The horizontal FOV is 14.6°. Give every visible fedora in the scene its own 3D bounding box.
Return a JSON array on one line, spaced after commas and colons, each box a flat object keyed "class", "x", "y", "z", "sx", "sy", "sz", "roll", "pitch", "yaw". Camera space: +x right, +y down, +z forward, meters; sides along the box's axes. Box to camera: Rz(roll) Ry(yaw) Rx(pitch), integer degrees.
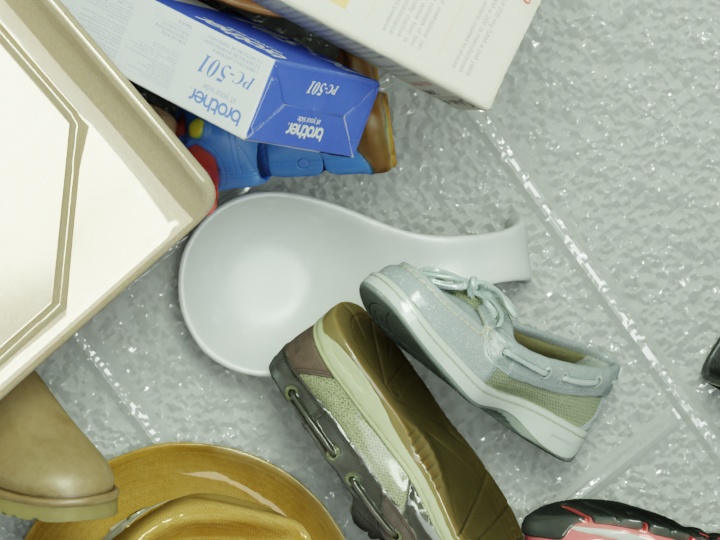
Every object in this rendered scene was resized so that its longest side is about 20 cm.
[{"class": "fedora", "x": -0.084, "y": 0.173, "z": 1.467, "sx": 0.199, "sy": 0.082, "sz": 0.202, "roll": 6, "pitch": 69, "yaw": -17}]

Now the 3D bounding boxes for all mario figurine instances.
[{"class": "mario figurine", "x": -0.085, "y": -0.077, "z": 1.464, "sx": 0.199, "sy": 0.123, "sz": 0.107, "roll": -14, "pitch": 91, "yaw": -4}]

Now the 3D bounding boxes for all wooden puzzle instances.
[{"class": "wooden puzzle", "x": -0.199, "y": -0.039, "z": 1.355, "sx": 0.200, "sy": 0.037, "sz": 0.185, "roll": -42, "pitch": 94, "yaw": -8}]

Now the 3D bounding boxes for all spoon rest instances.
[{"class": "spoon rest", "x": 0.000, "y": 0.000, "z": 1.517, "sx": 0.199, "sy": 0.061, "sz": 0.100, "roll": -9, "pitch": 94, "yaw": -12}]

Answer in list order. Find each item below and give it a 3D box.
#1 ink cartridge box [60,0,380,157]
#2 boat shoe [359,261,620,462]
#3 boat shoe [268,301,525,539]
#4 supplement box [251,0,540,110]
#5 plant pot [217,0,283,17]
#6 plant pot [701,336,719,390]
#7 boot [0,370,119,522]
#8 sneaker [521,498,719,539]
[{"class": "ink cartridge box", "x": -0.096, "y": -0.116, "z": 1.406, "sx": 0.200, "sy": 0.094, "sz": 0.044, "roll": 29, "pitch": 102, "yaw": 32}, {"class": "boat shoe", "x": 0.070, "y": 0.038, "z": 1.486, "sx": 0.065, "sy": 0.074, "sz": 0.202, "roll": -53, "pitch": 136, "yaw": 1}, {"class": "boat shoe", "x": 0.024, "y": 0.113, "z": 1.492, "sx": 0.065, "sy": 0.073, "sz": 0.201, "roll": -31, "pitch": 89, "yaw": 26}, {"class": "supplement box", "x": -0.003, "y": -0.177, "z": 1.360, "sx": 0.199, "sy": 0.074, "sz": 0.127, "roll": 28, "pitch": 87, "yaw": -11}, {"class": "plant pot", "x": -0.043, "y": -0.228, "z": 1.458, "sx": 0.199, "sy": 0.140, "sz": 0.201, "roll": 0, "pitch": 92, "yaw": -11}, {"class": "plant pot", "x": 0.343, "y": 0.037, "z": 1.527, "sx": 0.177, "sy": 0.200, "sz": 0.200, "roll": 35, "pitch": 85, "yaw": -21}, {"class": "boot", "x": -0.178, "y": 0.011, "z": 1.414, "sx": 0.066, "sy": 0.175, "sz": 0.201, "roll": -8, "pitch": 110, "yaw": -41}, {"class": "sneaker", "x": 0.179, "y": 0.185, "z": 1.554, "sx": 0.199, "sy": 0.074, "sz": 0.087, "roll": 17, "pitch": 90, "yaw": -12}]
